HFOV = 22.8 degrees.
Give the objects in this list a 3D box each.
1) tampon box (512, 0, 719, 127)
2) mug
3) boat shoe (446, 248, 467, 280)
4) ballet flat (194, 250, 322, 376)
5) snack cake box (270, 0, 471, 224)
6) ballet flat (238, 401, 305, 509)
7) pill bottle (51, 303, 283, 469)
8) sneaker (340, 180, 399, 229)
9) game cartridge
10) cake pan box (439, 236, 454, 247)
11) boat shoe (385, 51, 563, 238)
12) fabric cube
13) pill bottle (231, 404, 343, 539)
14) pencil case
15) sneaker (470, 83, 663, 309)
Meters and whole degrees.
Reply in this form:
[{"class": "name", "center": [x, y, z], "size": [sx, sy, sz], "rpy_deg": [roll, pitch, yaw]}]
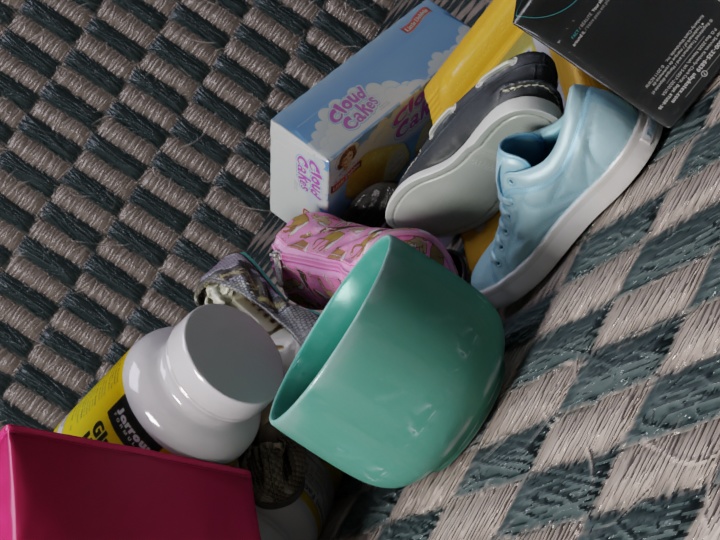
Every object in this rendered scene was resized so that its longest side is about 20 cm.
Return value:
[{"class": "tampon box", "center": [0.198, -0.214, 1.209], "size": [0.150, 0.126, 0.200], "rpy_deg": [-53, 8, 22]}, {"class": "mug", "center": [0.024, 0.068, 1.211], "size": [0.152, 0.114, 0.185], "rpy_deg": [-58, 7, -2]}, {"class": "boat shoe", "center": [0.024, 0.060, 1.395], "size": [0.200, 0.073, 0.063], "rpy_deg": [-57, 4, -31]}, {"class": "ballet flat", "center": [-0.065, 0.054, 1.369], "size": [0.200, 0.072, 0.072], "rpy_deg": [36, 95, 43]}, {"class": "snack cake box", "center": [0.013, -0.125, 1.508], "size": [0.200, 0.067, 0.115], "rpy_deg": [-41, -24, -29]}, {"class": "ballet flat", "center": [-0.075, 0.101, 1.377], "size": [0.200, 0.067, 0.046], "rpy_deg": [-99, -5, -53]}, {"class": "pill bottle", "center": [-0.145, 0.113, 1.312], "size": [0.200, 0.112, 0.112], "rpy_deg": [-45, 14, 37]}, {"class": "sneaker", "center": [0.012, 0.008, 1.532], "size": [0.116, 0.076, 0.200], "rpy_deg": [-56, -19, -70]}, {"class": "game cartridge", "center": [0.118, -0.120, 1.357], "size": [0.176, 0.032, 0.200], "rpy_deg": [-51, 40, 39]}, {"class": "cake pan box", "center": [0.120, -0.135, 1.651], "size": [0.200, 0.052, 0.184], "rpy_deg": [-53, 7, 28]}, {"class": "boat shoe", "center": [0.085, -0.088, 1.306], "size": [0.200, 0.076, 0.060], "rpy_deg": [-36, 40, 48]}, {"class": "fabric cube", "center": [-0.187, 0.255, 1.218], "size": [0.200, 0.196, 0.199], "rpy_deg": [-51, 39, 36]}, {"class": "pill bottle", "center": [-0.077, 0.171, 1.420], "size": [0.114, 0.114, 0.200], "rpy_deg": [-50, 10, 40]}, {"class": "pencil case", "center": [0.000, 0.000, 1.363], "size": [0.087, 0.083, 0.200], "rpy_deg": [-37, 18, -16]}, {"class": "sneaker", "center": [0.120, -0.056, 1.232], "size": [0.200, 0.082, 0.074], "rpy_deg": [-51, 9, 36]}]
